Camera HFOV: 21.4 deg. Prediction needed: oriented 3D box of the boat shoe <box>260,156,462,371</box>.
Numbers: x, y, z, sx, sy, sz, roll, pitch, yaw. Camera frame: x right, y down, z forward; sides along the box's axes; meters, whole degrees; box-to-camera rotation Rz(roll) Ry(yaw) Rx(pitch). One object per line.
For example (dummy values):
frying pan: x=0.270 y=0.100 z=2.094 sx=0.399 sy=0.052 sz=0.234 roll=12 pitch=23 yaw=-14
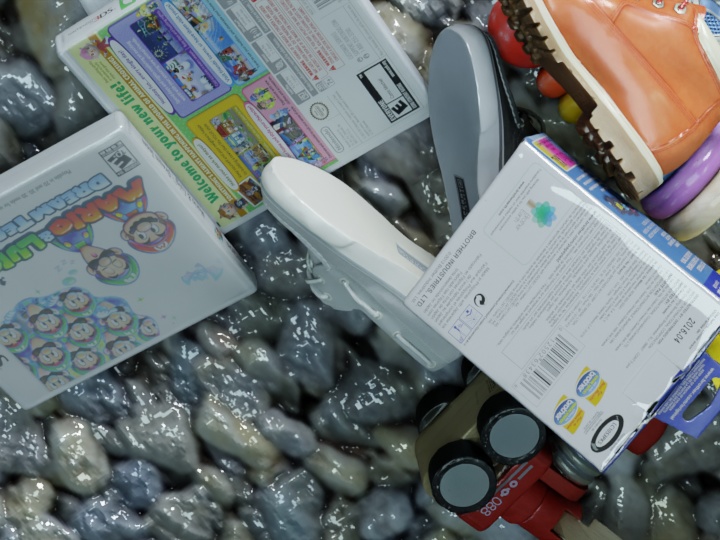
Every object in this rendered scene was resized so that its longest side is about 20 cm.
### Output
boat shoe: x=0.000 y=0.000 z=1.306 sx=0.199 sy=0.072 sz=0.069 roll=34 pitch=114 yaw=-28

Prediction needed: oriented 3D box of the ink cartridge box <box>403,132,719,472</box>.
ink cartridge box: x=0.146 y=0.029 z=1.202 sx=0.200 sy=0.076 sz=0.137 roll=40 pitch=108 yaw=9

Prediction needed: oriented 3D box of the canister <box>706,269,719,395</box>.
canister: x=0.321 y=0.021 z=1.259 sx=0.199 sy=0.149 sz=0.087 roll=-30 pitch=122 yaw=11

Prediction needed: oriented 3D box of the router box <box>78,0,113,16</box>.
router box: x=-0.101 y=-0.233 z=1.240 sx=0.199 sy=0.049 sz=0.180 roll=-28 pitch=106 yaw=12

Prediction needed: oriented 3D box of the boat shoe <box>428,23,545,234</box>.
boat shoe: x=0.095 y=-0.075 z=1.276 sx=0.066 sy=0.070 sz=0.202 roll=-21 pitch=115 yaw=-23

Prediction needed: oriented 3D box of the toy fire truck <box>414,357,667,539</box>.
toy fire truck: x=0.161 y=0.136 z=1.331 sx=0.199 sy=0.129 sz=0.176 roll=37 pitch=107 yaw=-23

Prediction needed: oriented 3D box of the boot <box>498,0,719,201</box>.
boot: x=0.156 y=-0.156 z=1.193 sx=0.107 sy=0.075 sz=0.201 roll=-36 pitch=99 yaw=-1

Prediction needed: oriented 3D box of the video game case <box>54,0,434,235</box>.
video game case: x=-0.070 y=-0.128 z=1.245 sx=0.181 sy=0.022 sz=0.200 roll=-29 pitch=134 yaw=11

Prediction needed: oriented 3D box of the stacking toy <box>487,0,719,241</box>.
stacking toy: x=0.167 y=-0.113 z=1.258 sx=0.200 sy=0.085 sz=0.085 roll=41 pitch=107 yaw=-7

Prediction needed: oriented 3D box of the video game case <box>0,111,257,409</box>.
video game case: x=-0.198 y=-0.001 z=1.300 sx=0.199 sy=0.024 sz=0.182 roll=-27 pitch=133 yaw=12

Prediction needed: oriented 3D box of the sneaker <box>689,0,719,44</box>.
sneaker: x=0.237 y=-0.165 z=1.246 sx=0.200 sy=0.076 sz=0.077 roll=43 pitch=128 yaw=-11
